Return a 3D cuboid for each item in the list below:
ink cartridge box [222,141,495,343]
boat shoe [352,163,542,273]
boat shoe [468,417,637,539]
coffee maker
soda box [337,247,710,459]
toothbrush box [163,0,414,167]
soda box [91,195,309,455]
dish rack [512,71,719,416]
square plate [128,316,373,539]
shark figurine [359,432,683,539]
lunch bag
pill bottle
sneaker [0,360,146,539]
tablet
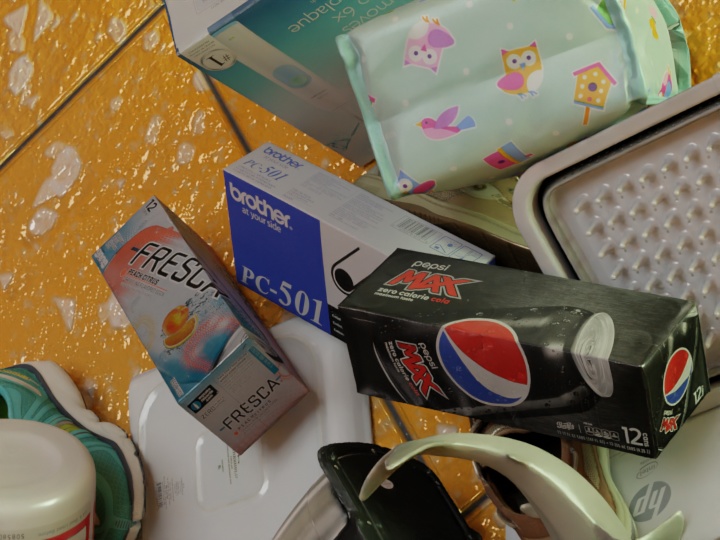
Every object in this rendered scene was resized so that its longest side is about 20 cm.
[{"bbox_3d":[0.000,0.000,1.417,0.200,0.094,0.044,29,48,36],"label":"ink cartridge box"},{"bbox_3d":[0.076,-0.037,1.398,0.200,0.071,0.065,23,66,40],"label":"boat shoe"},{"bbox_3d":[0.099,0.103,1.290,0.076,0.072,0.200,-41,27,5],"label":"boat shoe"},{"bbox_3d":[-0.021,0.229,1.308,0.200,0.135,0.192,-49,29,24],"label":"coffee maker"},{"bbox_3d":[0.089,0.044,1.262,0.200,0.063,0.071,10,37,34],"label":"soda box"},{"bbox_3d":[-0.009,-0.165,1.430,0.146,0.200,0.085,-30,57,23],"label":"toothbrush box"},{"bbox_3d":[-0.108,0.032,1.476,0.064,0.068,0.200,-44,37,4],"label":"soda box"},{"bbox_3d":[0.201,-0.020,1.248,0.200,0.044,0.172,-26,101,30],"label":"dish rack"},{"bbox_3d":[-0.078,0.131,1.475,0.198,0.028,0.200,-20,61,29],"label":"square plate"},{"bbox_3d":[0.106,0.137,1.154,0.128,0.215,0.089,-42,19,-10],"label":"shark figurine"},{"bbox_3d":[0.099,-0.121,1.330,0.170,0.200,0.122,-19,90,19],"label":"lunch bag"},{"bbox_3d":[-0.229,0.206,1.458,0.112,0.112,0.200,30,126,40],"label":"pill bottle"},{"bbox_3d":[-0.212,0.130,1.535,0.200,0.080,0.078,38,117,43],"label":"sneaker"},{"bbox_3d":[0.165,0.119,1.273,0.200,0.014,0.130,-31,30,24],"label":"tablet"}]
